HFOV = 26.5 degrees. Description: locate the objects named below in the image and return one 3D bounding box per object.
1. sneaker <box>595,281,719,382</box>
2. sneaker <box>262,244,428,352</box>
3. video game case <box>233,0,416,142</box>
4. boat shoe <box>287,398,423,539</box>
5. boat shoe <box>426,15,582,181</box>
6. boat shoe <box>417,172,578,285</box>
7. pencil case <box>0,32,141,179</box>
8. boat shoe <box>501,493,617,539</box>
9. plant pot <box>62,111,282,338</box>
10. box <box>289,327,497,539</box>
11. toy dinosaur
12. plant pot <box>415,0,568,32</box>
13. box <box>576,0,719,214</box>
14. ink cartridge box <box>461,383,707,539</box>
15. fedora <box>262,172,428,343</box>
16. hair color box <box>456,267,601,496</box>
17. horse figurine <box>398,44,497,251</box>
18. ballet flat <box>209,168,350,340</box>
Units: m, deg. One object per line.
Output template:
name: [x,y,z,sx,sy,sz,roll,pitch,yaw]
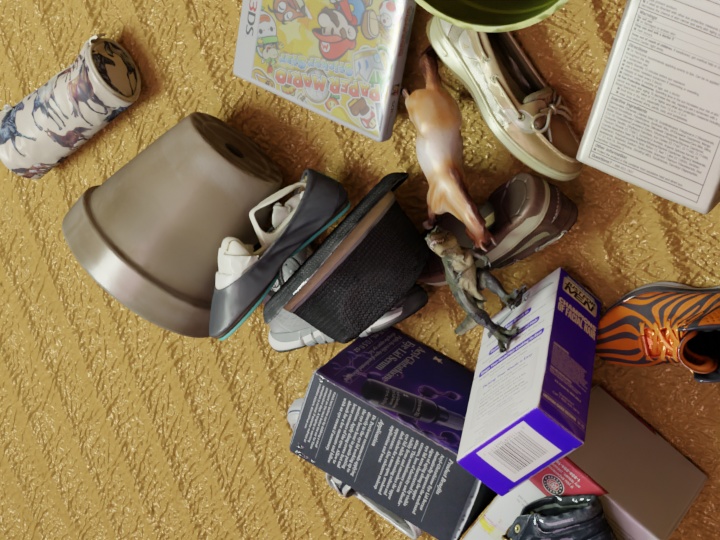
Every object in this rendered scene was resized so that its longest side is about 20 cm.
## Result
sneaker: [0.287,0.058,1.386,0.199,0.112,0.078,-16,100,34]
sneaker: [-0.031,0.013,1.572,0.199,0.075,0.116,-15,99,34]
video game case: [-0.036,-0.243,1.480,0.200,0.023,0.183,27,121,30]
boat shoe: [-0.004,0.210,1.626,0.200,0.065,0.074,31,149,16]
boat shoe: [0.143,-0.172,1.403,0.201,0.073,0.063,54,129,9]
boat shoe: [0.130,-0.026,1.465,0.202,0.075,0.075,-27,53,53]
pencil case: [-0.321,-0.177,1.655,0.200,0.078,0.090,-31,107,35]
boat shoe: [0.146,0.261,1.402,0.200,0.071,0.091,-18,98,27]
plant pot: [-0.177,-0.061,1.571,0.200,0.200,0.174,41,107,9]
box: [0.054,0.160,1.538,0.199,0.148,0.105,27,120,16]
toy dinosaur: [0.111,0.025,1.425,0.088,0.047,0.200,36,162,29]
plant pot: [0.140,-0.318,1.271,0.200,0.193,0.201,11,115,25]
box: [0.283,-0.171,1.300,0.128,0.109,0.201,26,119,19]
ink cartridge box: [0.206,0.246,1.486,0.145,0.145,0.200,41,123,10]
fedora: [0.000,0.000,1.468,0.092,0.201,0.201,43,124,-2]
hair color box: [0.159,0.101,1.419,0.065,0.200,0.109,38,128,-18]
horse figurine: [0.073,-0.115,1.431,0.050,0.133,0.201,-10,93,-10]
ballet flat: [-0.096,-0.023,1.507,0.073,0.073,0.200,41,79,9]
